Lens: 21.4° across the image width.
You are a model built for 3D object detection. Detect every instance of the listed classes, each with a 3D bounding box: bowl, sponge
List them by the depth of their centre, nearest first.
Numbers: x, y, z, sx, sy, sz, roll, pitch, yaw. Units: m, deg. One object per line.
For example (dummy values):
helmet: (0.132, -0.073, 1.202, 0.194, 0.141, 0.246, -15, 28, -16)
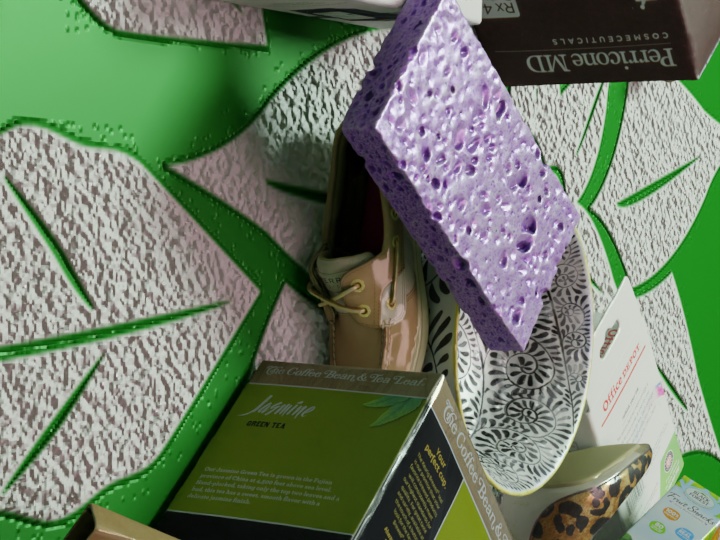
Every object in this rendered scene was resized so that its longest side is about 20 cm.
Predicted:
sponge: (0.064, -0.057, 1.139, 0.200, 0.030, 0.112, 55, 49, -37)
bowl: (0.072, 0.045, 1.264, 0.200, 0.094, 0.202, -5, 95, -57)

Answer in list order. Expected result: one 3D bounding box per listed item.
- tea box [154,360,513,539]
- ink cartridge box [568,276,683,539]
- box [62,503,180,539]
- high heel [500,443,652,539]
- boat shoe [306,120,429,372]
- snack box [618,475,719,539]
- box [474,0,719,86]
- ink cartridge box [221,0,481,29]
tea box: (-0.012, 0.192, 1.100, 0.197, 0.133, 0.201, -57, 137, -38)
ink cartridge box: (0.181, 0.112, 1.469, 0.117, 0.067, 0.201, -54, 135, -41)
box: (-0.093, 0.212, 0.930, 0.199, 0.021, 0.164, 28, 105, -31)
high heel: (0.145, 0.216, 1.378, 0.199, 0.071, 0.143, -26, 111, -25)
boat shoe: (0.000, 0.000, 1.179, 0.066, 0.074, 0.201, 8, 83, -44)
snack box: (0.205, 0.271, 1.446, 0.142, 0.053, 0.201, -35, 147, -44)
box: (0.164, -0.257, 1.327, 0.164, 0.165, 0.201, -56, 136, -41)
ink cartridge box: (-0.006, -0.225, 1.131, 0.200, 0.084, 0.146, -2, 94, -58)
